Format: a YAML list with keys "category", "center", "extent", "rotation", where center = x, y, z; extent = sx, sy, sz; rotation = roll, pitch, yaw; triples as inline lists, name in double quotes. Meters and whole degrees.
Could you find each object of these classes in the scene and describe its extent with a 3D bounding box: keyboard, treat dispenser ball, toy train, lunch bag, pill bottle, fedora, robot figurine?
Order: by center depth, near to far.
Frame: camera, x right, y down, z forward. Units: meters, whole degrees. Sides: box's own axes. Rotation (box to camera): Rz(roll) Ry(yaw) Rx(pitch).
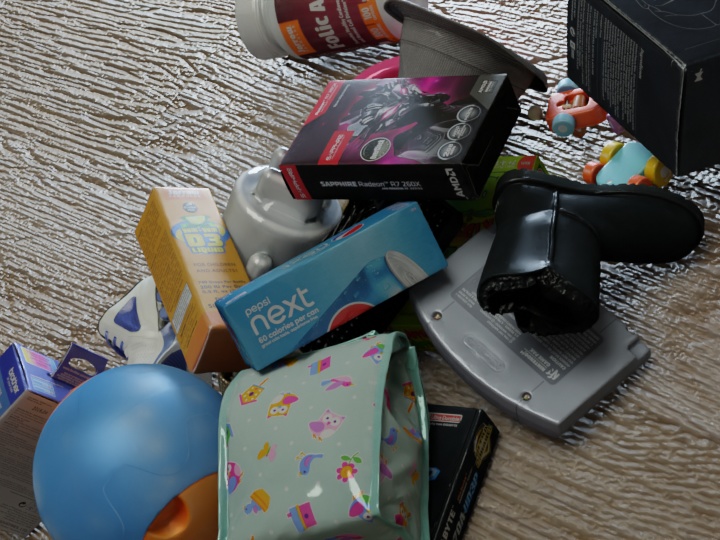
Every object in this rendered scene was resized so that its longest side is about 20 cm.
- category: "lunch bag"
  center: [-0.031, 0.155, 1.490]
  extent: [0.170, 0.122, 0.200]
  rotation: [-16, 53, 23]
- category: "treat dispenser ball"
  center: [-0.200, 0.186, 1.583]
  extent: [0.200, 0.201, 0.201]
  rotation: [-18, 47, 20]
- category: "keyboard"
  center: [0.000, 0.000, 1.611]
  extent: [0.104, 0.040, 0.200]
  rotation: [37, 100, 5]
- category: "toy train"
  center: [0.236, -0.114, 1.652]
  extent: [0.150, 0.056, 0.200]
  rotation: [-14, 40, 20]
- category: "fedora"
  center: [0.092, -0.189, 1.697]
  extent: [0.177, 0.200, 0.091]
  rotation: [25, 94, 18]
- category: "robot figurine"
  center: [-0.088, -0.024, 1.715]
  extent: [0.113, 0.200, 0.170]
  rotation: [26, 38, 4]
- category: "pill bottle"
  center: [-0.035, -0.302, 1.947]
  extent: [0.199, 0.114, 0.114]
  rotation: [-7, 51, 29]

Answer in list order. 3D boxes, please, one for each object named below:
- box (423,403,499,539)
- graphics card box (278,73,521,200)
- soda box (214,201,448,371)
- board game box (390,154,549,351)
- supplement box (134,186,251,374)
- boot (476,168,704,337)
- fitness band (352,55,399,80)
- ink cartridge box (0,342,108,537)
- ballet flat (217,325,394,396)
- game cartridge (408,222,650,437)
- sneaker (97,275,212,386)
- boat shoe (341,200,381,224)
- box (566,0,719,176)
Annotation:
- category: "box"
  center: [0.010, 0.195, 1.550]
  extent: [0.200, 0.046, 0.159]
  rotation: [3, 56, 35]
- category: "graphics card box"
  center: [0.036, -0.122, 1.593]
  extent: [0.199, 0.051, 0.126]
  rotation: [3, 47, 32]
- category: "soda box"
  center: [-0.026, 0.012, 1.549]
  extent: [0.200, 0.068, 0.064]
  rotation: [-29, 9, -9]
- category: "board game box"
  center: [0.110, -0.017, 1.662]
  extent: [0.101, 0.048, 0.200]
  rotation: [0, 55, 33]
- category: "supplement box"
  center: [-0.154, 0.007, 1.649]
  extent: [0.200, 0.066, 0.069]
  rotation: [61, 141, 41]
- category: "boot"
  center: [0.203, -0.005, 1.505]
  extent: [0.199, 0.077, 0.168]
  rotation: [12, 41, -1]
- category: "fitness band"
  center: [0.060, -0.172, 1.834]
  extent: [0.200, 0.037, 0.144]
  rotation: [2, 56, 33]
- category: "ink cartridge box"
  center: [-0.326, 0.160, 1.703]
  extent: [0.200, 0.136, 0.076]
  rotation: [-44, 44, 17]
- category: "ballet flat"
  center: [-0.052, 0.079, 1.674]
  extent: [0.200, 0.065, 0.071]
  rotation: [-30, 40, 8]
- category: "game cartridge"
  center: [0.143, 0.055, 1.542]
  extent: [0.133, 0.041, 0.200]
  rotation: [-36, 58, -18]
- category: "sneaker"
  center: [-0.215, 0.084, 1.779]
  extent: [0.115, 0.080, 0.200]
  rotation: [-20, 51, 38]
- category: "boat shoe"
  center: [0.017, -0.063, 1.682]
  extent: [0.072, 0.076, 0.200]
  rotation: [50, 130, 12]
- category: "box"
  center: [0.323, -0.208, 1.579]
  extent: [0.199, 0.124, 0.197]
  rotation: [-18, 39, -17]
